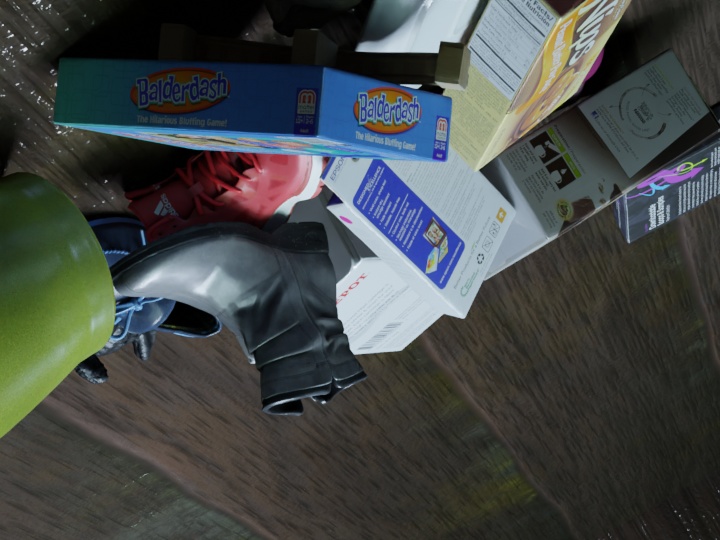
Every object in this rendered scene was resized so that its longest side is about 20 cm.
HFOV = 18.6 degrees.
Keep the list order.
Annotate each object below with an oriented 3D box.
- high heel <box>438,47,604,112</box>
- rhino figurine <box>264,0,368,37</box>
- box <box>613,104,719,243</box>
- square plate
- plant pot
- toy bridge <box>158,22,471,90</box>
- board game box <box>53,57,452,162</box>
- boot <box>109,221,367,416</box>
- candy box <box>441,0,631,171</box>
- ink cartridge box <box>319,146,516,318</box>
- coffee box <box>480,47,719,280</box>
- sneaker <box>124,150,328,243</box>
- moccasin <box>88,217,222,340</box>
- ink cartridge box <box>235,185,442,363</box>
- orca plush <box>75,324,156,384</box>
[{"bbox_3d":[0.092,-0.133,1.631,0.199,0.068,0.096,-30,157,-22],"label":"high heel"},{"bbox_3d":[-0.023,-0.187,1.343,0.087,0.060,0.200,-23,164,-9],"label":"rhino figurine"},{"bbox_3d":[0.325,-0.107,2.035,0.199,0.036,0.143,-29,159,-2],"label":"box"},{"bbox_3d":[0.076,-0.190,1.437,0.198,0.028,0.200,-37,167,-25],"label":"square plate"},{"bbox_3d":[-0.265,0.031,1.390,0.192,0.201,0.201,-29,164,-35],"label":"plant pot"},{"bbox_3d":[-0.029,-0.133,1.372,0.198,0.027,0.067,5,179,12],"label":"toy bridge"},{"bbox_3d":[-0.066,-0.099,1.360,0.199,0.045,0.152,4,179,32],"label":"board game box"},{"bbox_3d":[-0.078,0.037,1.537,0.199,0.133,0.070,-6,165,-41],"label":"boot"},{"bbox_3d":[0.125,-0.162,1.487,0.115,0.055,0.200,-39,168,-28],"label":"candy box"},{"bbox_3d":[0.035,-0.055,1.572,0.200,0.037,0.095,44,67,-46],"label":"ink cartridge box"},{"bbox_3d":[0.171,-0.084,1.728,0.199,0.080,0.113,-32,179,-29],"label":"coffee box"},{"bbox_3d":[-0.097,-0.060,1.528,0.115,0.079,0.200,-21,158,-24],"label":"sneaker"},{"bbox_3d":[-0.157,0.009,1.619,0.080,0.068,0.200,-43,156,21],"label":"moccasin"},{"bbox_3d":[0.000,0.000,1.786,0.146,0.086,0.199,-42,155,31],"label":"ink cartridge box"},{"bbox_3d":[-0.215,0.063,1.674,0.105,0.071,0.200,-36,159,19],"label":"orca plush"}]
